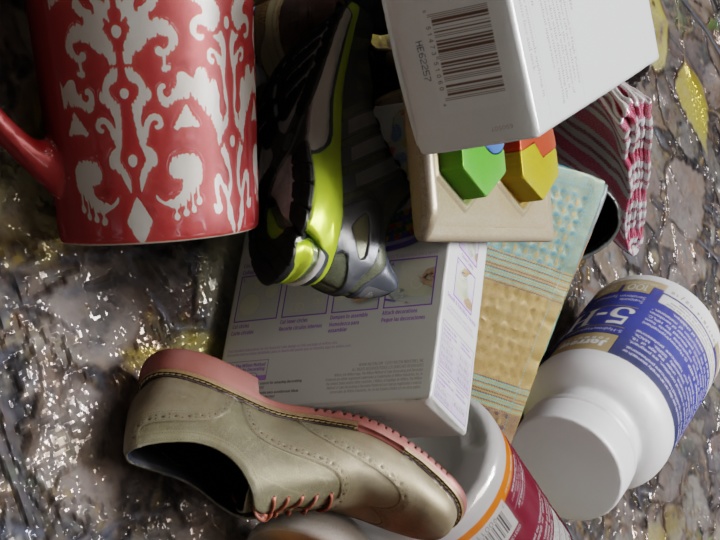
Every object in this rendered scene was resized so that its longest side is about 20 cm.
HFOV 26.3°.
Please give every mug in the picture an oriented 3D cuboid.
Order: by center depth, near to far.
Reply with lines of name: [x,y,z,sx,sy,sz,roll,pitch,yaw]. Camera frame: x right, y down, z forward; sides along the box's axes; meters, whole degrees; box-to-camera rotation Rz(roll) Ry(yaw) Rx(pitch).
mug: [-0.135,-0.117,0.818,0.133,0.176,0.202,-73,158,-82]

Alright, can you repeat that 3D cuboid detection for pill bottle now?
pill bottle: [0.074,0.179,0.999,0.200,0.113,0.115,56,41,-40]
pill bottle: [0.194,0.098,1.186,0.200,0.119,0.120,-43,115,-50]

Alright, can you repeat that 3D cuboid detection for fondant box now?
fondant box: [0.000,0.000,0.926,0.058,0.143,0.201,44,48,-51]

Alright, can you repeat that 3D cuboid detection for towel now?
towel: [0.067,0.011,1.015,0.146,0.022,0.201,21,89,-18]
towel: [0.144,-0.099,1.113,0.030,0.146,0.200,-42,153,-15]

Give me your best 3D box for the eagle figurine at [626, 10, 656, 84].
eagle figurine: [0.147,-0.208,1.142,0.151,0.199,0.153,-45,116,-50]

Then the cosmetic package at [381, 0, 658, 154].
cosmetic package: [0.092,-0.137,0.833,0.200,0.074,0.103,-33,113,-58]

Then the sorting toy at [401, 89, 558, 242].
sorting toy: [0.074,-0.110,0.893,0.200,0.036,0.187,-1,86,-63]

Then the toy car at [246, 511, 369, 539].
toy car: [-0.001,0.235,0.860,0.201,0.149,0.176,55,41,-28]

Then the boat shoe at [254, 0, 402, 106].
boat shoe: [0.005,-0.113,1.018,0.200,0.071,0.073,52,40,-46]

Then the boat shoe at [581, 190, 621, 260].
boat shoe: [0.084,-0.031,1.060,0.200,0.063,0.074,-9,101,-22]

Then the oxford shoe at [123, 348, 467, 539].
oxford shoe: [-0.038,0.116,0.851,0.199,0.071,0.075,21,45,-4]

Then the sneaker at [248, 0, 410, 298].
sneaker: [-0.012,-0.066,0.885,0.081,0.074,0.201,27,54,-30]

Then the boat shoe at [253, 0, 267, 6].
boat shoe: [-0.037,-0.186,0.861,0.064,0.200,0.072,-3,89,-24]

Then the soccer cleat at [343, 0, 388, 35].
soccer cleat: [-0.036,-0.239,1.000,0.081,0.067,0.201,-18,78,-58]

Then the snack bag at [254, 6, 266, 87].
snack bag: [-0.108,-0.193,0.947,0.189,0.021,0.200,62,39,-20]
